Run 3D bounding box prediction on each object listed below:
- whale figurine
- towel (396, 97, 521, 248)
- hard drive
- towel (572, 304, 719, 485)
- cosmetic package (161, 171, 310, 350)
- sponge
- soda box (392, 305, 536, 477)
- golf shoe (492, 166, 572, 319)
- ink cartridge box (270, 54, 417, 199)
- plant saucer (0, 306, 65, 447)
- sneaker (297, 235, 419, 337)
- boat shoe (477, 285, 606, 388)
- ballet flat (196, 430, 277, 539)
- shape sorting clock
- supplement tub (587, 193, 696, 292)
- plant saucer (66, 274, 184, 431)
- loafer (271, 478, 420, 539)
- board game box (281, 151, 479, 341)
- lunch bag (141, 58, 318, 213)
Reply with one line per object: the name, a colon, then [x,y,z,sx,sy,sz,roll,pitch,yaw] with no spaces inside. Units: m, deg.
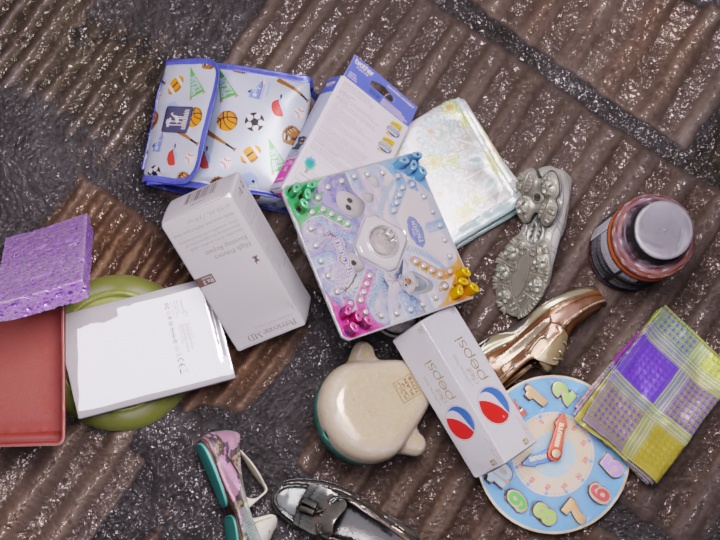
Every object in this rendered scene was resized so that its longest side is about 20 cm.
whale figurine: [0.030,0.164,1.696,0.200,0.104,0.159,-29,84,-29]
towel: [0.094,-0.109,1.746,0.200,0.048,0.171,-31,82,-5]
hard drive: [-0.268,0.097,1.688,0.199,0.027,0.132,-14,83,-3]
towel: [0.377,0.159,1.716,0.144,0.023,0.200,43,76,-1]
cosmetic package: [-0.150,-0.009,1.656,0.101,0.074,0.200,-22,114,16]
sponge: [-0.385,-0.006,1.650,0.111,0.200,0.030,-16,117,-2]
soda box: [0.127,0.148,1.658,0.068,0.064,0.200,-26,82,-43]
golf shoe: [0.232,-0.035,1.726,0.078,0.097,0.201,24,110,30]
ink cartridge box: [-0.018,-0.152,1.676,0.119,0.042,0.200,35,73,-27]
plant saucer: [-0.444,0.119,1.678,0.199,0.037,0.200,-4,82,20]
sneaker: [0.000,0.000,1.693,0.075,0.115,0.200,-44,86,-7]
boat shoe: [0.226,0.095,1.705,0.200,0.076,0.074,-32,70,4]
ballet flat: [-0.145,0.295,1.683,0.071,0.069,0.201,-14,83,-23]
shape sorting clock: [0.244,0.233,1.709,0.199,0.039,0.201,0,83,-1]
supplement tub: [0.350,-0.035,1.665,0.107,0.200,0.107,0,83,-3]
plant saucer: [-0.308,0.103,1.715,0.199,0.031,0.201,0,83,-2]
loafer: [-0.016,0.310,1.680,0.200,0.063,0.072,22,83,1]
board game box: [0.028,-0.036,1.627,0.200,0.026,0.200,-17,79,-31]
lunch bag: [-0.167,-0.172,1.708,0.199,0.124,0.171,11,82,4]
